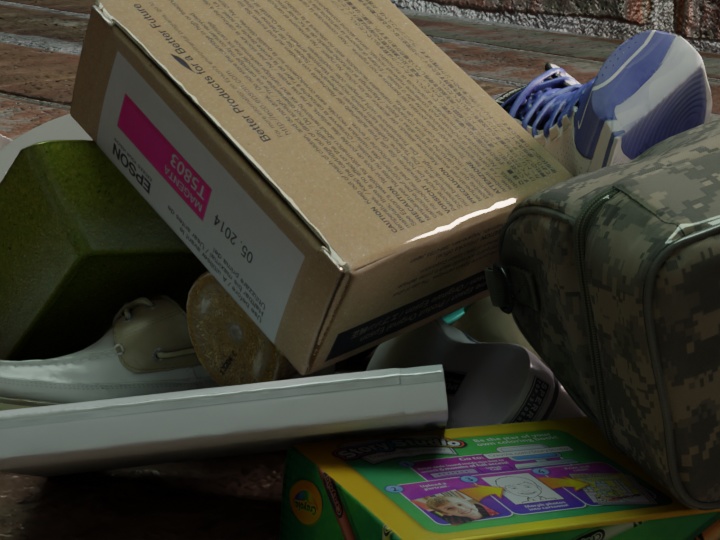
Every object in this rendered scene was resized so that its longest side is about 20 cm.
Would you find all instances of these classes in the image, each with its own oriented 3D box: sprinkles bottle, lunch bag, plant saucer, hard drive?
[{"bbox_3d":[0.000,0.000,0.917,0.068,0.069,0.199,16,29,38],"label":"sprinkles bottle"},{"bbox_3d":[0.174,-0.005,0.785,0.198,0.140,0.168,-21,27,-15],"label":"lunch bag"},{"bbox_3d":[-0.123,0.005,0.967,0.199,0.200,0.048,-2,60,-36],"label":"plant saucer"},{"bbox_3d":[-0.060,0.070,0.805,0.198,0.027,0.132,-6,-8,1],"label":"hard drive"}]

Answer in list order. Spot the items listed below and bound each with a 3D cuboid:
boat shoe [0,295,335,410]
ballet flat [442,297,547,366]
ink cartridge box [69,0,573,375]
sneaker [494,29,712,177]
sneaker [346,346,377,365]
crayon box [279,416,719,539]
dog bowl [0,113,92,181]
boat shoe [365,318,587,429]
[{"bbox_3d":[-0.109,0.048,0.921,0.198,0.069,0.075,1,-2,-24],"label":"boat shoe"},{"bbox_3d":[0.079,0.040,1.024,0.069,0.070,0.200,2,-10,-11],"label":"ballet flat"},{"bbox_3d":[-0.020,-0.061,0.862,0.164,0.075,0.200,-21,57,-39],"label":"ink cartridge box"},{"bbox_3d":[0.111,-0.068,0.923,0.080,0.200,0.115,-38,69,-14],"label":"sneaker"},{"bbox_3d":[0.011,0.007,1.122,0.114,0.077,0.199,-33,-5,-5],"label":"sneaker"},{"bbox_3d":[0.078,0.114,0.770,0.198,0.059,0.119,-3,16,-26],"label":"crayon box"},{"bbox_3d":[-0.194,-0.052,1.181,0.198,0.059,0.201,-14,34,10],"label":"dog bowl"},{"bbox_3d":[0.062,0.069,0.931,0.065,0.072,0.200,34,-14,-20],"label":"boat shoe"}]
